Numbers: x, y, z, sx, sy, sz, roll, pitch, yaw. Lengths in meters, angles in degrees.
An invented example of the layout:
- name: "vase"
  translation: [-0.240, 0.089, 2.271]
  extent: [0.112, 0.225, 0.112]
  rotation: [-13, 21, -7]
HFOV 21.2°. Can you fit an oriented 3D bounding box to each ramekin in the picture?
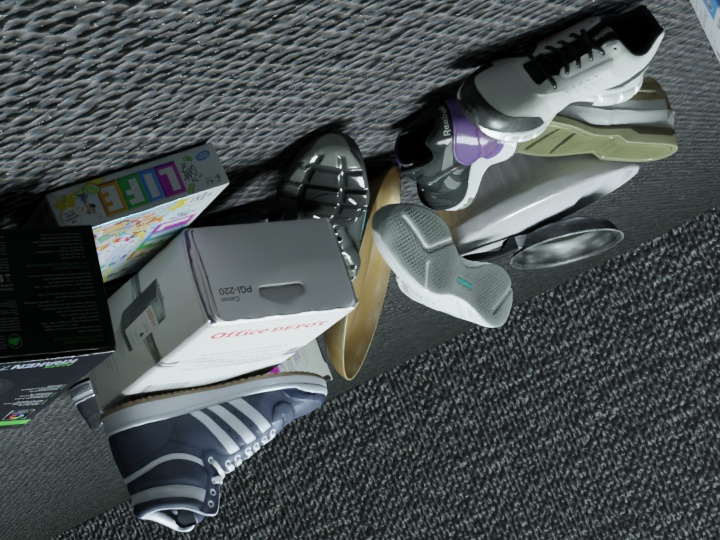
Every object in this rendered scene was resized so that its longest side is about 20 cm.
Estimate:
- name: "ramekin"
  translation: [0.155, -0.095, 1.818]
  extent: [0.201, 0.095, 0.202]
  rotation: [-23, 172, -3]

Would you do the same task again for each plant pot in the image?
- name: "plant pot"
  translation: [0.000, 0.000, 1.764]
  extent: [0.027, 0.201, 0.200]
  rotation: [12, 178, 9]

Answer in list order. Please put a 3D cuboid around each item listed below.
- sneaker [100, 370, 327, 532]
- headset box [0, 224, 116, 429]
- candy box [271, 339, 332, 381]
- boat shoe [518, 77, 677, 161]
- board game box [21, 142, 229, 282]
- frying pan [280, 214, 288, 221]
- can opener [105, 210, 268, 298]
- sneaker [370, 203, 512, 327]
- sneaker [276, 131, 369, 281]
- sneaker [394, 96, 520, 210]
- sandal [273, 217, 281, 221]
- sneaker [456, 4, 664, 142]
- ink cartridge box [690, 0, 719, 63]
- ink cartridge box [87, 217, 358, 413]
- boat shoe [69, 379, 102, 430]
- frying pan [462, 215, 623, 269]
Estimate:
- name: "sneaker"
  translation: [-0.109, 0.150, 1.586]
  extent: [0.199, 0.109, 0.070]
  rotation: [-9, 164, -27]
- name: "headset box"
  translation: [-0.288, 0.048, 1.308]
  extent: [0.173, 0.093, 0.200]
  rotation: [-3, 162, -33]
- name: "candy box"
  translation: [-0.114, 0.067, 1.934]
  extent: [0.061, 0.137, 0.200]
  rotation: [-25, 172, 22]
- name: "boat shoe"
  translation: [0.190, -0.142, 1.700]
  extent: [0.199, 0.069, 0.075]
  rotation: [6, 162, -31]
- name: "board game box"
  translation: [-0.192, -0.027, 1.425]
  extent: [0.134, 0.034, 0.200]
  rotation: [-21, 172, -28]
- name: "frying pan"
  translation: [-0.041, 0.001, 1.742]
  extent: [0.031, 0.116, 0.190]
  rotation: [10, 164, 20]
- name: "can opener"
  translation: [-0.170, -0.002, 1.640]
  extent: [0.199, 0.079, 0.063]
  rotation: [-17, -151, -28]
- name: "sneaker"
  translation: [0.058, -0.001, 1.749]
  extent: [0.080, 0.071, 0.200]
  rotation: [4, 157, 38]
- name: "sneaker"
  translation: [-0.029, -0.064, 1.583]
  extent: [0.075, 0.080, 0.200]
  rotation: [9, 150, 0]
- name: "sneaker"
  translation: [0.063, -0.104, 1.632]
  extent: [0.087, 0.076, 0.200]
  rotation: [-6, 164, -16]
- name: "sandal"
  translation: [-0.122, 0.014, 1.745]
  extent: [0.059, 0.080, 0.207]
  rotation: [18, -134, 38]
- name: "sneaker"
  translation: [0.158, -0.163, 1.515]
  extent: [0.199, 0.074, 0.080]
  rotation: [-24, 160, -35]
- name: "ink cartridge box"
  translation: [0.369, -0.175, 1.526]
  extent: [0.145, 0.201, 0.147]
  rotation: [-25, 172, 5]
- name: "ink cartridge box"
  translation: [-0.118, 0.037, 1.550]
  extent: [0.145, 0.085, 0.200]
  rotation: [-6, 162, -37]
- name: "boat shoe"
  translation: [-0.270, 0.153, 2.300]
  extent: [0.070, 0.067, 0.200]
  rotation: [-27, 172, 23]
- name: "frying pan"
  translation: [0.165, -0.020, 1.879]
  extent: [0.189, 0.031, 0.115]
  rotation: [-10, 165, -8]
